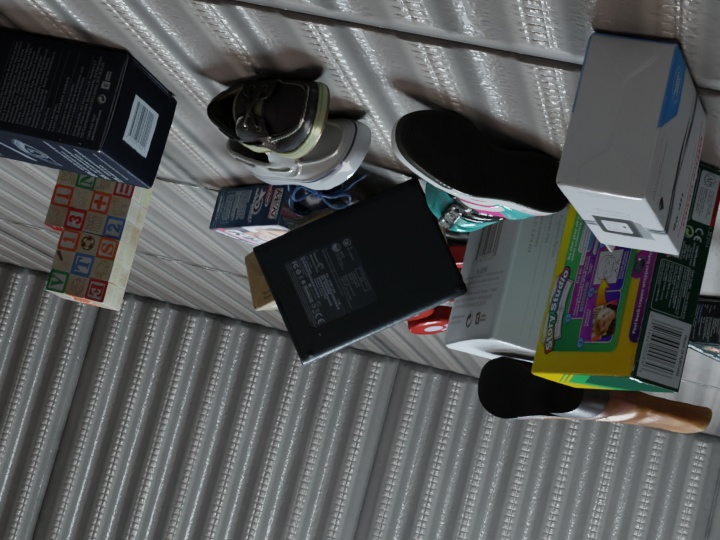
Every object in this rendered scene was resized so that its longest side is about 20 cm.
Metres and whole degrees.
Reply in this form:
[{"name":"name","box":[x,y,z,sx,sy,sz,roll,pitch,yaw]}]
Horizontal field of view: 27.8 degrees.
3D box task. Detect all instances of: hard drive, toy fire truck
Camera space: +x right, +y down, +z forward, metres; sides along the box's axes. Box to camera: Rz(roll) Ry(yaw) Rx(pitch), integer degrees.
[{"name":"hard drive","box":[0.000,0.000,1.595,0.199,0.140,0.033,-24,175,-5]},{"name":"toy fire truck","box":[0.119,0.003,1.897,0.167,0.113,0.200,-15,161,20]}]

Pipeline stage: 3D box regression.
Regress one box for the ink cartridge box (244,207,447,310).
[{"name":"ink cartridge box","box":[-0.017,-0.014,1.740,0.164,0.076,0.200,-2,165,-37]}]

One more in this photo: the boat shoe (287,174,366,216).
[{"name":"boat shoe","box":[-0.039,-0.096,1.594,0.084,0.069,0.200,15,171,-2]}]

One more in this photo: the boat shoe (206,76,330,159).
[{"name":"boat shoe","box":[-0.091,-0.145,1.365,0.064,0.074,0.200,13,173,-25]}]

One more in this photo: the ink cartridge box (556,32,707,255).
[{"name":"ink cartridge box","box":[0.211,-0.085,1.090,0.066,0.117,0.200,10,171,23]}]

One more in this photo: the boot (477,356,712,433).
[{"name":"boot","box":[0.250,0.138,1.583,0.199,0.069,0.188,12,165,-36]}]

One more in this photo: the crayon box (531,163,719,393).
[{"name":"crayon box","box":[0.241,0.007,1.328,0.058,0.201,0.172,18,171,-20]}]

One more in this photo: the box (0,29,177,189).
[{"name":"box","box":[-0.313,-0.168,1.494,0.199,0.105,0.148,13,171,14]}]

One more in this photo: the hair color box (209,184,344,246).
[{"name":"hair color box","box":[-0.110,-0.069,1.915,0.100,0.061,0.200,19,170,-30]}]

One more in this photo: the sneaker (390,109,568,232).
[{"name":"sneaker","box":[0.088,-0.093,1.381,0.199,0.084,0.121,19,161,-31]}]

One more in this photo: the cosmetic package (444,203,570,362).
[{"name":"cosmetic package","box":[0.224,0.027,1.598,0.199,0.167,0.167,16,171,-13]}]

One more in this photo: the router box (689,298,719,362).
[{"name":"router box","box":[0.518,0.093,1.852,0.199,0.062,0.149,22,168,-38]}]

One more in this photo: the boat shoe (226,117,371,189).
[{"name":"boat shoe","box":[-0.067,-0.127,1.465,0.066,0.072,0.200,26,170,-33]}]

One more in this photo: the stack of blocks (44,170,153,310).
[{"name":"stack of blocks","box":[-0.357,-0.058,1.939,0.115,0.201,0.059,11,171,15]}]
